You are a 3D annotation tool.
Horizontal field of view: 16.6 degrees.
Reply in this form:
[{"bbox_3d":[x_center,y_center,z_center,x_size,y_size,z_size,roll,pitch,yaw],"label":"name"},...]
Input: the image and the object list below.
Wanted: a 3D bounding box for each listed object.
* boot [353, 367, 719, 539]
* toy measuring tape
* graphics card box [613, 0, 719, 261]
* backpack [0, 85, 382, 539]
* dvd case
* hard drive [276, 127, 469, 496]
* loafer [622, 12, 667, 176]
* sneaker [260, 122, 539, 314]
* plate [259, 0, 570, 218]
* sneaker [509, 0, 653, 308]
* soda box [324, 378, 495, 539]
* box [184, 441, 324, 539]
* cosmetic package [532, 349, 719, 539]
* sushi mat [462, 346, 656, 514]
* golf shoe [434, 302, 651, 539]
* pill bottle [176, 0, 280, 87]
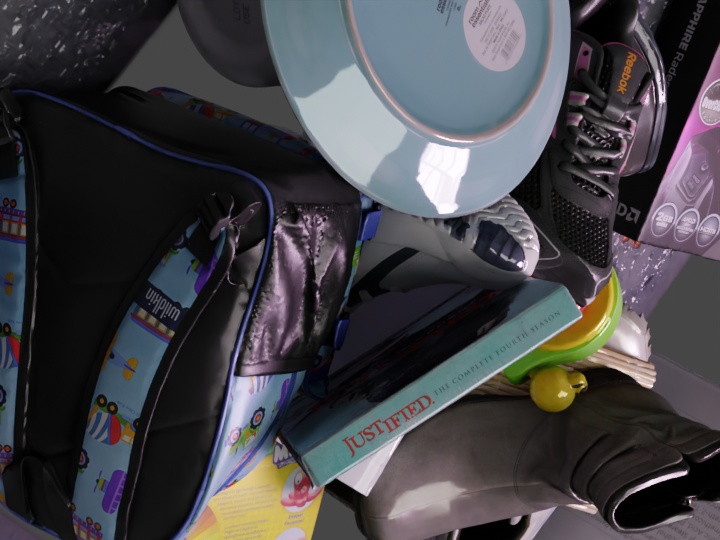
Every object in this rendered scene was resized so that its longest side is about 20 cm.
[{"bbox_3d":[0.106,0.109,1.325,0.199,0.131,0.068,-18,111,-23],"label":"boot"},{"bbox_3d":[0.106,-0.021,1.356,0.073,0.073,0.201,14,66,-49],"label":"toy measuring tape"},{"bbox_3d":[0.225,-0.108,1.520,0.125,0.051,0.201,11,106,-49],"label":"graphics card box"},{"bbox_3d":[-0.099,0.027,1.157,0.134,0.182,0.201,-8,115,-57],"label":"backpack"},{"bbox_3d":[0.026,0.049,1.199,0.146,0.200,0.022,-33,94,-4],"label":"dvd case"},{"bbox_3d":[0.000,0.000,1.307,0.132,0.026,0.200,32,89,-8],"label":"hard drive"},{"bbox_3d":[0.121,-0.134,1.386,0.072,0.073,0.200,-29,123,-20],"label":"loafer"},{"bbox_3d":[-0.006,0.010,1.229,0.079,0.199,0.130,-39,138,-58],"label":"sneaker"},{"bbox_3d":[0.036,-0.125,1.150,0.200,0.026,0.201,7,79,-41],"label":"plate"},{"bbox_3d":[0.109,-0.077,1.258,0.080,0.200,0.086,26,132,-28],"label":"sneaker"},{"bbox_3d":[0.053,0.057,1.423,0.200,0.071,0.063,-57,139,-4],"label":"soda box"},{"bbox_3d":[-0.086,0.164,1.364,0.117,0.048,0.201,-4,118,-45],"label":"box"},{"bbox_3d":[0.203,0.191,1.589,0.200,0.165,0.165,-52,139,-10],"label":"cosmetic package"},{"bbox_3d":[0.073,0.070,1.382,0.200,0.012,0.096,20,94,-30],"label":"sushi mat"},{"bbox_3d":[0.107,0.108,1.451,0.200,0.078,0.097,-61,-179,23],"label":"golf shoe"},{"bbox_3d":[0.014,-0.154,1.223,0.200,0.109,0.109,-12,121,-41],"label":"pill bottle"}]
